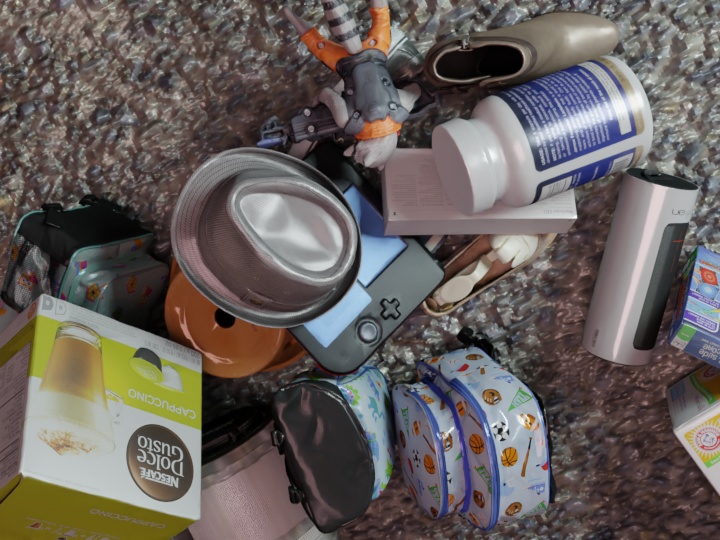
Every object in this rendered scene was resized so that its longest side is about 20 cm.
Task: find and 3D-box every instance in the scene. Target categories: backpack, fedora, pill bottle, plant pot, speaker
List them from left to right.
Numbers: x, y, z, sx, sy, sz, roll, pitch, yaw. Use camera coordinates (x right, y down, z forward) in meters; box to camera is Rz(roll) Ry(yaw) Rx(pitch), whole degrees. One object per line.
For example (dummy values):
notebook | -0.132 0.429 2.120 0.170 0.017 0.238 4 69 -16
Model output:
backpack | -0.325 0.038 1.308 0.153 0.176 0.201 38 112 11
plant pot | -0.134 0.032 1.290 0.198 0.140 0.202 3 105 11
fedora | -0.082 -0.038 1.133 0.199 0.090 0.178 34 72 -11
backpack | -0.025 0.177 1.275 0.153 0.200 0.164 -20 92 -7
backpack | 0.125 0.186 1.244 0.153 0.190 0.202 -19 105 -23
pill bottle | 0.179 -0.131 1.146 0.199 0.116 0.117 -21 102 -13
speaker | 0.296 -0.005 1.227 0.081 0.081 0.202 14 107 7

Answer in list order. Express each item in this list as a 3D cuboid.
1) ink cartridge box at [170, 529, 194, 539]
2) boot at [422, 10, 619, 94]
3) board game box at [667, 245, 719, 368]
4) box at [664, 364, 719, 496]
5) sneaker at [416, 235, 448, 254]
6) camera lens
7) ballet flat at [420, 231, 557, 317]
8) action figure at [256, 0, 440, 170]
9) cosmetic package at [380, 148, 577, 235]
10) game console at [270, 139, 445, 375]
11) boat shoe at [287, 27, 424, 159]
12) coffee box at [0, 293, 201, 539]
ink cartridge box | -0.209 0.321 1.373 0.200 0.161 0.050 41 106 -4
boot | 0.163 -0.217 1.158 0.198 0.146 0.071 -11 100 13
board game box | 0.424 0.066 1.191 0.199 0.136 0.035 26 133 4
box | 0.428 0.200 1.238 0.101 0.113 0.200 -35 100 18
sneaker | 0.000 0.000 1.269 0.200 0.070 0.082 -42 93 -12
camera lens | -0.125 0.272 1.343 0.159 0.160 0.201 -23 100 16
ballet flat | 0.143 -0.011 1.261 0.200 0.067 0.068 -41 95 18
action figure | -0.024 -0.189 1.164 0.199 0.105 0.195 -21 87 -1
cosmetic package | 0.122 -0.082 1.212 0.198 0.051 0.083 0 69 -6
game console | -0.029 -0.010 1.207 0.177 0.031 0.200 -44 98 -13
boat shoe | -0.005 -0.166 1.244 0.071 0.072 0.200 41 107 2
coffee box | -0.297 0.181 1.179 0.199 0.199 0.200 24 136 -35
